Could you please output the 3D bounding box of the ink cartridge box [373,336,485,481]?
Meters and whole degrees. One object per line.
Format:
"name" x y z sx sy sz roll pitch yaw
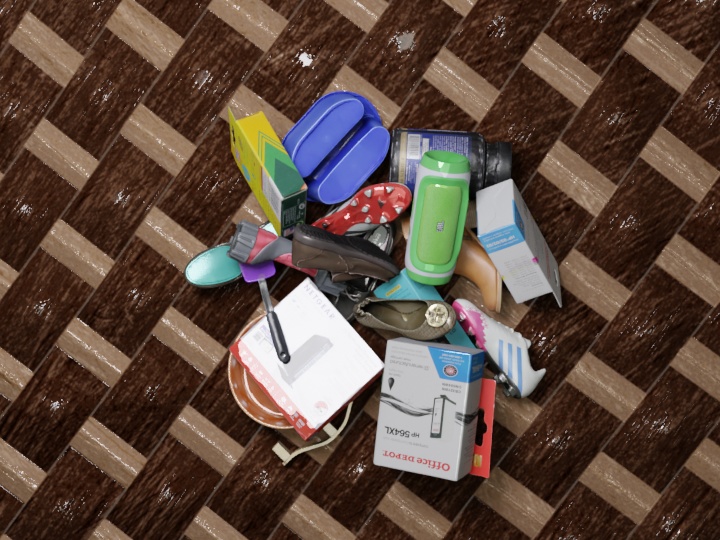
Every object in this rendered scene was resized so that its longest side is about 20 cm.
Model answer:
"ink cartridge box" 0.109 0.217 1.592 0.144 0.084 0.203 7 93 21

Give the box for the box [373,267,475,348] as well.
"box" 0.112 0.092 1.677 0.082 0.049 0.201 -36 88 43

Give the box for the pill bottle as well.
"pill bottle" 0.147 -0.175 1.662 0.197 0.112 0.114 4 91 3

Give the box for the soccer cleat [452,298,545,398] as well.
"soccer cleat" 0.233 0.119 1.690 0.086 0.070 0.201 -36 92 -13

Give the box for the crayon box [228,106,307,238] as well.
"crayon box" -0.153 -0.167 1.643 0.050 0.127 0.201 -24 67 -17

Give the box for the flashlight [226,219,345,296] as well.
"flashlight" -0.115 -0.015 1.628 0.198 0.068 0.068 24 135 -16

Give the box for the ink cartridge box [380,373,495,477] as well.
"ink cartridge box" 0.120 0.246 1.647 0.198 0.050 0.163 6 93 39

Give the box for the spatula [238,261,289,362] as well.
"spatula" -0.151 0.053 1.643 0.056 0.021 0.202 -16 85 -11

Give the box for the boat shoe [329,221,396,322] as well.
"boat shoe" 0.000 0.000 1.696 0.066 0.057 0.202 27 91 2

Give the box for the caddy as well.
"caddy" -0.045 -0.204 1.675 0.200 0.105 0.141 -47 110 -2

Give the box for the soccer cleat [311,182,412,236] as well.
"soccer cleat" -0.001 -0.092 1.662 0.199 0.085 0.069 -28 95 20

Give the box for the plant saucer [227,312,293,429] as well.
"plant saucer" -0.125 0.166 1.700 0.197 0.032 0.203 -1 78 5

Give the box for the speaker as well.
"speaker" 0.122 -0.083 1.593 0.087 0.089 0.203 8 111 2

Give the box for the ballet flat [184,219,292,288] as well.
"ballet flat" -0.201 -0.023 1.695 0.198 0.068 0.069 -25 86 -7

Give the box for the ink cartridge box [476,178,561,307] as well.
"ink cartridge box" 0.258 -0.032 1.629 0.067 0.116 0.201 -20 127 22

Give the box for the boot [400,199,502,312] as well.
"boot" 0.154 -0.014 1.686 0.153 0.074 0.203 -12 80 3

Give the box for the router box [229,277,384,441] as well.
"router box" -0.087 0.146 1.659 0.179 0.049 0.200 -42 78 -4

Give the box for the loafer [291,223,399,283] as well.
"loafer" -0.029 -0.016 1.604 0.198 0.073 0.072 18 110 -27

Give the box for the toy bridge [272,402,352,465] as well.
"toy bridge" -0.064 0.258 1.715 0.067 0.027 0.200 43 91 1

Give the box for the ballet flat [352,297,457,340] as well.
"ballet flat" 0.066 0.070 1.622 0.198 0.046 0.068 6 66 40
